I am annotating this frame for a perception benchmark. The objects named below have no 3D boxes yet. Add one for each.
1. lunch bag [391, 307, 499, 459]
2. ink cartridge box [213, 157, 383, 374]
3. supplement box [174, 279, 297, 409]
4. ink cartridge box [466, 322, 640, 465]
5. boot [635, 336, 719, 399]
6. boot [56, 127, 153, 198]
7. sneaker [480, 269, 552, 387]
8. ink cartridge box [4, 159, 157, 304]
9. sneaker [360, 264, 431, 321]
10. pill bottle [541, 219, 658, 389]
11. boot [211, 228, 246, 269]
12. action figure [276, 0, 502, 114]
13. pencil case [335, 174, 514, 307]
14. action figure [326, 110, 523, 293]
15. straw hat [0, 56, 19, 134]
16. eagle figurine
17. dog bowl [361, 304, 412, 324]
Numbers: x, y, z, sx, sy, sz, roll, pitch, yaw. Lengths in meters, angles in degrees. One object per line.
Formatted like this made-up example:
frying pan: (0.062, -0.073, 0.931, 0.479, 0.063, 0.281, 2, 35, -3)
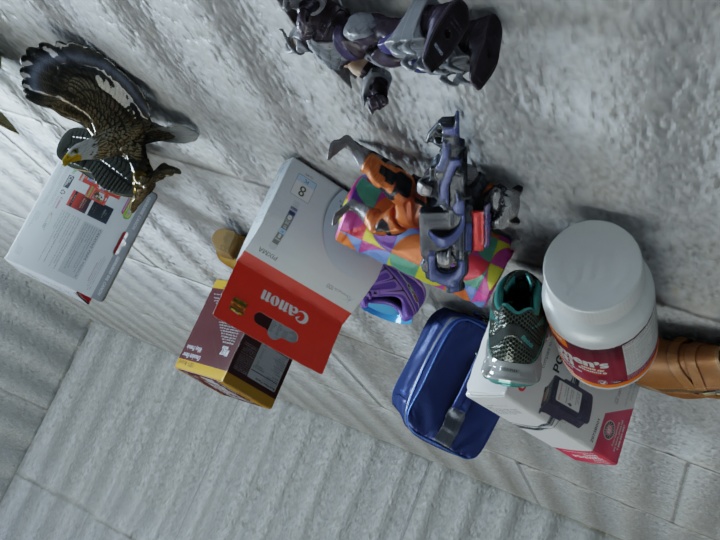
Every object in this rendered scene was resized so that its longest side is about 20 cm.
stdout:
lunch bag: (0.144, 0.153, 1.225, 0.134, 0.204, 0.132, 25, -178, -13)
ink cartridge box: (-0.061, -0.004, 1.015, 0.158, 0.204, 0.047, 30, 163, -21)
supplement box: (-0.237, 0.144, 1.737, 0.132, 0.204, 0.195, 36, 160, -36)
ink cartridge box: (0.247, 0.132, 1.079, 0.198, 0.147, 0.084, 31, 161, -22)
boot: (0.336, 0.094, 0.974, 0.197, 0.076, 0.154, 19, 169, -28)
boot: (-0.335, -0.136, 1.266, 0.198, 0.078, 0.138, 31, 174, 35)
sneaker: (0.172, 0.036, 0.915, 0.075, 0.201, 0.093, 5, 116, 9)
ink cartridge box: (-0.438, -0.060, 1.396, 0.172, 0.203, 0.084, 24, 165, 3)
sneaker: (0.000, 0.000, 1.149, 0.197, 0.085, 0.081, 29, 163, -3)
pill bottle: (0.239, 0.037, 0.862, 0.107, 0.112, 0.200, 16, 162, 27)
boot: (-0.144, -0.004, 1.404, 0.198, 0.072, 0.144, 25, 170, 11)
action figure: (0.004, -0.171, 0.646, 0.197, 0.071, 0.129, 15, 171, 44)
pencil case: (0.071, -0.032, 0.951, 0.196, 0.090, 0.089, 25, 164, 1)
action figure: (0.065, -0.088, 0.829, 0.189, 0.106, 0.203, 15, 135, 11)
straw hat: (-0.503, -0.256, 1.100, 0.198, 0.086, 0.201, 28, 177, 2)
eagle figurine: (-0.309, -0.179, 1.038, 0.150, 0.151, 0.202, -32, 95, 25)
dog bowl: (-0.003, 0.010, 1.249, 0.197, 0.050, 0.111, 29, 164, -13)
